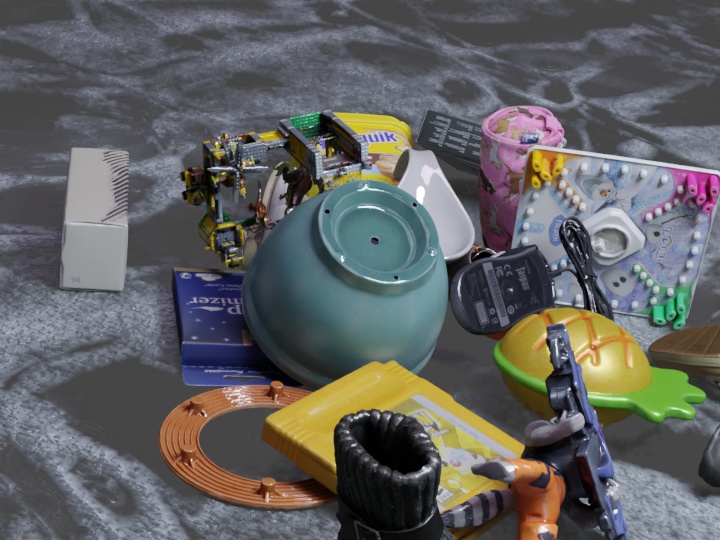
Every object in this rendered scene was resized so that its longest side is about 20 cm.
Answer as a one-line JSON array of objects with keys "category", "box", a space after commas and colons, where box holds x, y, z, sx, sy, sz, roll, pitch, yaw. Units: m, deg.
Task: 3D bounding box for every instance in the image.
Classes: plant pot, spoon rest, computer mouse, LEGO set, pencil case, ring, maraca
[{"category": "plant pot", "box": [0.000, 0.000, 1.582, 0.199, 0.134, 0.201, 10, 53, -14]}, {"category": "spoon rest", "box": [0.065, -0.071, 1.776, 0.099, 0.061, 0.201, 3, 34, -8]}, {"category": "computer mouse", "box": [0.166, 0.041, 1.668, 0.199, 0.141, 0.046, -24, 5, -36]}, {"category": "LEGO set", "box": [-0.071, -0.075, 1.692, 0.199, 0.155, 0.116, -6, 27, -24]}, {"category": "pencil case", "box": [0.174, -0.073, 1.802, 0.082, 0.201, 0.086, -21, 35, -28]}, {"category": "ring", "box": [-0.079, 0.148, 1.481, 0.199, 0.019, 0.201, 6, 25, -3]}, {"category": "maraca", "box": [0.220, 0.097, 1.559, 0.199, 0.108, 0.137, 17, 25, 19]}]

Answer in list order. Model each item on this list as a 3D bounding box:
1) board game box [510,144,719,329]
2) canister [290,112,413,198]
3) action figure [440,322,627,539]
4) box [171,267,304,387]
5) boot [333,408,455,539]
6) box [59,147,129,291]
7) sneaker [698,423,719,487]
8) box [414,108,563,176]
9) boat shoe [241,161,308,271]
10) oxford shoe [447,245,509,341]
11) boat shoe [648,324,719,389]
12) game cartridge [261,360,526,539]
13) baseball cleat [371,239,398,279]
[{"category": "board game box", "box": [0.258, -0.030, 1.736, 0.198, 0.201, 0.026, 8, 40, 4]}, {"category": "canister", "box": [0.003, -0.106, 1.956, 0.147, 0.087, 0.200, 2, 27, -12]}, {"category": "action figure", "box": [0.141, 0.150, 1.373, 0.104, 0.201, 0.193, -8, 12, 35]}, {"category": "box", "box": [-0.121, 0.053, 1.654, 0.120, 0.033, 0.200, 2, 27, -11]}, {"category": "boot", "box": [0.054, 0.207, 1.227, 0.210, 0.159, 0.079, 25, 31, 33]}, {"category": "box", "box": [-0.282, -0.057, 1.786, 0.068, 0.083, 0.200, 4, 27, -10]}, {"category": "sneaker", "box": [0.393, 0.162, 1.514, 0.199, 0.076, 0.091, -12, 37, -30]}, {"category": "box", "box": [0.185, -0.130, 2.016, 0.199, 0.044, 0.160, 20, -1, 24]}, {"category": "boat shoe", "box": [-0.079, -0.049, 1.837, 0.068, 0.075, 0.201, 10, 36, 3]}, {"category": "oxford shoe", "box": [0.118, 0.000, 1.776, 0.071, 0.073, 0.200, -10, 30, -32]}, {"category": "boat shoe", "box": [0.374, 0.099, 1.649, 0.199, 0.065, 0.071, 6, 27, 43]}, {"category": "game cartridge", "box": [0.043, 0.156, 1.449, 0.199, 0.033, 0.176, 33, 34, 26]}, {"category": "baseball cleat", "box": [-0.007, 0.012, 1.749, 0.106, 0.070, 0.200, -5, 21, 14]}]
